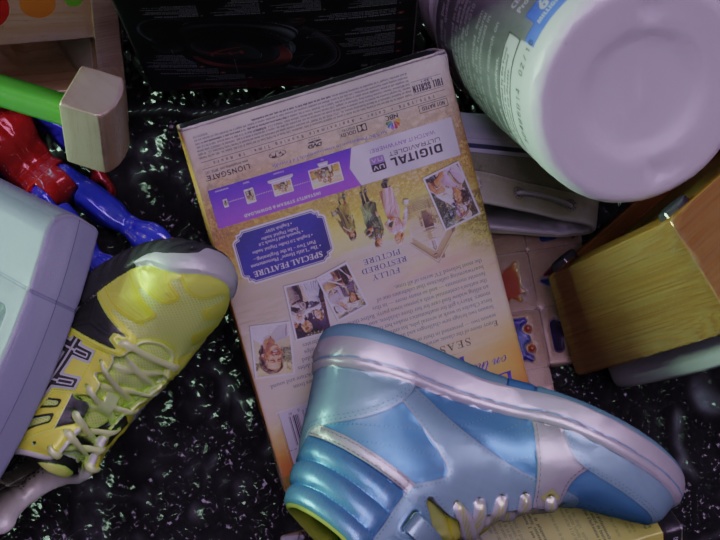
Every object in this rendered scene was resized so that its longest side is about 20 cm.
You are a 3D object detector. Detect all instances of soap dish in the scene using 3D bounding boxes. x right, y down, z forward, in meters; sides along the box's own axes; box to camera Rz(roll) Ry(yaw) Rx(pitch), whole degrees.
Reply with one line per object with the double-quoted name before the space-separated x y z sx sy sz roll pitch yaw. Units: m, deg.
"soap dish" 0.190 -0.020 0.904 0.157 0.200 0.081 -40 92 -17

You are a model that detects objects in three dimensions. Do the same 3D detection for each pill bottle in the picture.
"pill bottle" 0.103 -0.121 0.897 0.113 0.200 0.115 -7 115 -15

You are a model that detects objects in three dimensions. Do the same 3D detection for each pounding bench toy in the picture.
"pounding bench toy" -0.201 -0.132 0.897 0.154 0.125 0.201 -5 48 -7

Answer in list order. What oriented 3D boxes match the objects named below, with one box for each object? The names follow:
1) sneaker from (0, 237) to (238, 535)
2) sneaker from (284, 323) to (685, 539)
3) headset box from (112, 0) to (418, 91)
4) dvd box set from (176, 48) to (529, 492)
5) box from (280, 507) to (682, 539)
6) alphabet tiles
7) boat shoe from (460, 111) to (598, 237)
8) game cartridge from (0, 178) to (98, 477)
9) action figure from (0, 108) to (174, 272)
"sneaker" -0.131 0.062 0.877 0.200 0.075 0.077 -41 44 24
"sneaker" 0.054 0.119 0.868 0.198 0.080 0.132 19 69 2
"headset box" -0.046 -0.150 0.896 0.147 0.200 0.076 -4 80 0
"dvd box set" 0.000 0.000 0.921 0.145 0.029 0.202 -18 102 -7
"box" 0.063 0.151 0.914 0.198 0.050 0.075 -15 41 -11
"alphabet tiles" 0.052 0.030 0.983 0.165 0.008 0.202 -8 77 -9
"boat shoe" 0.041 -0.050 0.962 0.198 0.072 0.063 -2 73 -10
"game cartridge" -0.210 0.051 0.877 0.133 0.041 0.201 22 85 42
"action figure" -0.161 -0.036 0.955 0.200 0.052 0.065 45 71 5
